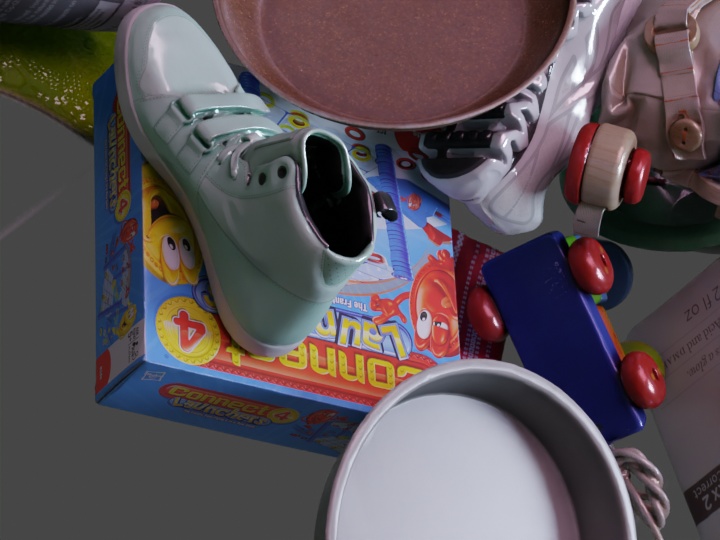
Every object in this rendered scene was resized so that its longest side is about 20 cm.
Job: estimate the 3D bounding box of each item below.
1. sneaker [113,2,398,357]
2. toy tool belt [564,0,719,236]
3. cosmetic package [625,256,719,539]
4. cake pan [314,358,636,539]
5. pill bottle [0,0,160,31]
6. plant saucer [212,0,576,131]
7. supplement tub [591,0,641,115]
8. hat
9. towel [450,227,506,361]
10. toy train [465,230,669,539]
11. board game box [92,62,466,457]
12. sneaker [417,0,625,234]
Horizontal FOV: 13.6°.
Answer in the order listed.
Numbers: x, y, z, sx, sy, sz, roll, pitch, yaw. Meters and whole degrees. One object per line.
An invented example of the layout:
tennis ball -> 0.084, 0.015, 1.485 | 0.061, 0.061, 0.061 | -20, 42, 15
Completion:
sneaker -> -0.051, -0.069, 1.536 | 0.074, 0.118, 0.201 | -14, 71, -38
toy tool belt -> 0.199, -0.088, 1.697 | 0.122, 0.125, 0.200 | 15, 38, 13
cosmetic package -> 0.290, 0.085, 1.756 | 0.165, 0.165, 0.201 | 1, 58, -37
cake pan -> 0.057, 0.147, 1.569 | 0.200, 0.037, 0.201 | 5, 81, -34
pill bottle -> -0.208, -0.191, 1.628 | 0.199, 0.113, 0.113 | 2, 57, -37
plant saucer -> 0.018, -0.147, 1.655 | 0.200, 0.037, 0.201 | 0, 54, 0
supplement tub -> 0.054, -0.163, 1.788 | 0.200, 0.140, 0.141 | 35, 43, -11
hat -> 0.231, -0.023, 1.848 | 0.200, 0.176, 0.166 | -32, 45, -14
towel -> 0.000, 0.000, 1.706 | 0.200, 0.022, 0.145 | 31, 45, -15
toy train -> 0.146, 0.072, 1.729 | 0.201, 0.084, 0.116 | 65, 23, 2
board game box -> -0.044, -0.006, 1.622 | 0.199, 0.056, 0.196 | 14, 57, -29
sneaker -> 0.105, -0.111, 1.697 | 0.081, 0.075, 0.200 | 45, 65, -37
